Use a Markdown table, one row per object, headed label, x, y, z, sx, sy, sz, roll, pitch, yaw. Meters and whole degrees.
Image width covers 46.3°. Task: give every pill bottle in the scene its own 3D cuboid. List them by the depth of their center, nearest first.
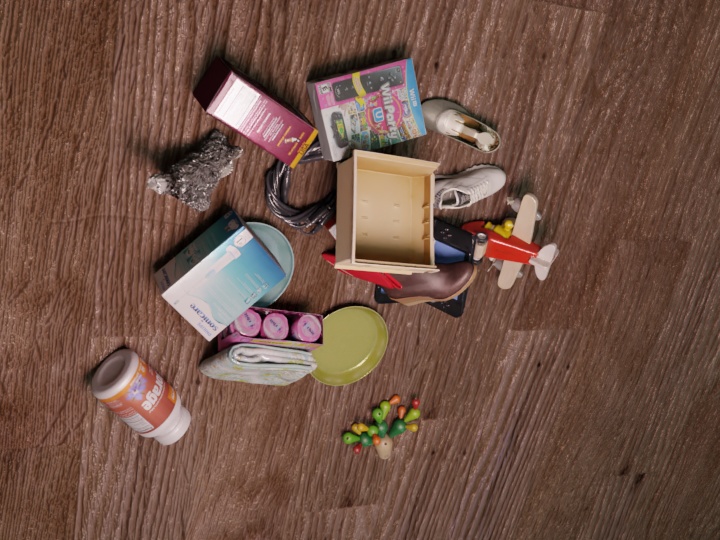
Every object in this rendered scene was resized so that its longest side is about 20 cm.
| label | x | y | z | sx | sy | sz | roll | pitch | yaw |
| --- | --- | --- | --- | --- | --- | --- | --- | --- | --- |
| pill bottle | -0.430 | 0.257 | 1.672 | 0.112 | 0.112 | 0.201 | -38 | 126 | -1 |

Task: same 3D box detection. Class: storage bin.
| label | x | y | z | sx | sy | sz | roll | pitch | yaw |
| --- | --- | --- | --- | --- | --- | --- | --- | --- | --- |
| storage bin | 0.055 | -0.100 | 1.554 | 0.195 | 0.093 | 0.204 | 5 | 81 | -26 |

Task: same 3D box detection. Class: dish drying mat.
| label | x | y | z | sx | sy | sz | roll | pitch | yaw |
| --- | --- | --- | --- | --- | --- | --- | --- | --- | --- |
| dish drying mat | 0.000 | 0.000 | 1.686 | 0.077 | 0.199 | 0.018 | 40 | 77 | -34 |

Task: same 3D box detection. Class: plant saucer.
| label | x | y | z | sx | sy | sz | roll | pitch | yaw |
| --- | --- | --- | --- | --- | --- | --- | --- | --- | --- |
| plant saucer | -0.230 | -0.009 | 1.669 | 0.197 | 0.036 | 0.203 | -11 | 121 | -19 |
| plant saucer | -0.034 | 0.161 | 1.857 | 0.197 | 0.031 | 0.203 | -12 | 121 | -20 |

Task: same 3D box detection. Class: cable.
| label | x | y | z | sx | sy | sz | roll | pitch | yaw |
| --- | --- | --- | --- | --- | --- | --- | --- | --- | --- |
| cable | -0.093 | -0.178 | 1.641 | 0.163 | 0.051 | 0.200 | 40 | 94 | -28 |

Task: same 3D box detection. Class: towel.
| label | x | y | z | sx | sy | sz | roll | pitch | yaw |
| --- | --- | --- | --- | --- | --- | --- | --- | --- | --- |
| towel | -0.209 | 0.197 | 1.722 | 0.197 | 0.049 | 0.171 | 12 | 156 | -29 |

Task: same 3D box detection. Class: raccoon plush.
| label | x | y | z | sx | sy | sz | roll | pitch | yaw |
| --- | --- | --- | --- | --- | --- | --- | --- | --- | --- |
| raccoon plush | -0.280 | -0.180 | 1.474 | 0.096 | 0.200 | 0.135 | 38 | 97 | -3 |

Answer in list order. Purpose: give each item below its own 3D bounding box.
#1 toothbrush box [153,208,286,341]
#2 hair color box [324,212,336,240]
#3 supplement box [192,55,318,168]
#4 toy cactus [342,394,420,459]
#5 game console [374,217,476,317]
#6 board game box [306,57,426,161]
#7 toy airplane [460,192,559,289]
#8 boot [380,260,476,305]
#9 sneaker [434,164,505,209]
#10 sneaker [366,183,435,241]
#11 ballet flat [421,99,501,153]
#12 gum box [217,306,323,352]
| label | x | y | z | sx | sy | sz | roll | pitch | yaw |
| --- | --- | --- | --- | --- | --- | --- | --- | --- | --- |
| toothbrush box | -0.264 | 0.009 | 1.589 | 0.199 | 0.085 | 0.147 | -41 | 126 | 0 |
| hair color box | 0.029 | -0.121 | 1.715 | 0.199 | 0.064 | 0.111 | -39 | 124 | 0 |
| supplement box | -0.186 | -0.281 | 1.496 | 0.199 | 0.111 | 0.086 | 30 | 102 | -34 |
| toy cactus | 0.059 | 0.390 | 1.997 | 0.198 | 0.102 | 0.167 | -27 | 135 | -20 |
| game console | 0.137 | 0.000 | 1.803 | 0.118 | 0.169 | 0.203 | -23 | 129 | -44 |
| board game box | 0.012 | -0.305 | 1.585 | 0.197 | 0.064 | 0.150 | -19 | 107 | -17 |
| toy airplane | 0.340 | -0.064 | 1.845 | 0.198 | 0.142 | 0.199 | -27 | 118 | 31 |
| boot | 0.121 | 0.000 | 1.727 | 0.198 | 0.073 | 0.166 | -24 | 136 | 28 |
| sneaker | 0.228 | -0.167 | 1.774 | 0.197 | 0.081 | 0.078 | -16 | 121 | -18 |
| sneaker | 0.055 | -0.089 | 1.656 | 0.199 | 0.078 | 0.080 | 36 | 88 | -20 |
| ballet flat | 0.207 | -0.292 | 1.705 | 0.198 | 0.064 | 0.068 | 17 | 108 | -31 |
| gum box | -0.187 | 0.126 | 1.704 | 0.197 | 0.067 | 0.113 | 8 | 157 | -31 |
